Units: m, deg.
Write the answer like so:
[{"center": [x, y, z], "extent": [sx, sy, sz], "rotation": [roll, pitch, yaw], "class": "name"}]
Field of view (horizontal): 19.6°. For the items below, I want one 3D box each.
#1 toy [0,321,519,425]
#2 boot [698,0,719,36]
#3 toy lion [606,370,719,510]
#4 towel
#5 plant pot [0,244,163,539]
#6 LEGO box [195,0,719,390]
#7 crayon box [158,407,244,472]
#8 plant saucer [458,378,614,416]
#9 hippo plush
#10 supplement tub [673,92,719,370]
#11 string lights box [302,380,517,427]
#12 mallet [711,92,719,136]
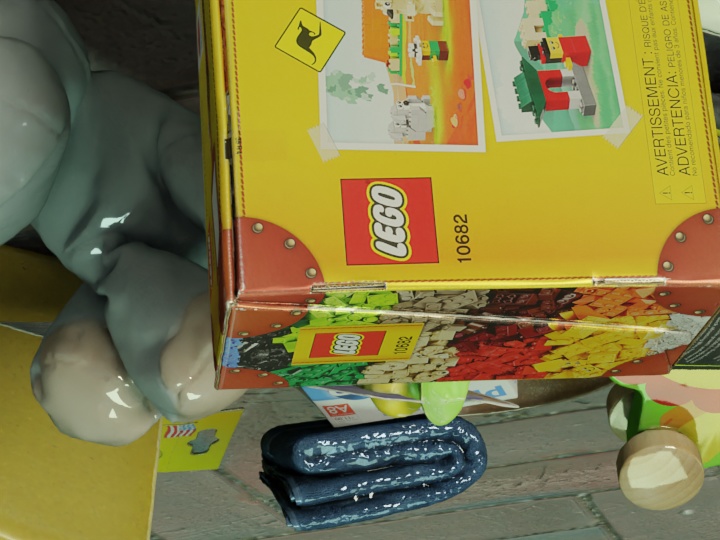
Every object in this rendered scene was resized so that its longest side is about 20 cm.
[{"center": [-0.041, 0.023, 0.886], "extent": [0.199, 0.048, 0.115], "rotation": [13, -177, 35], "class": "toy"}, {"center": [0.168, -0.092, 0.808], "extent": [0.199, 0.073, 0.144], "rotation": [1, 160, -24], "class": "boot"}, {"center": [0.212, 0.038, 1.077], "extent": [0.199, 0.069, 0.192], "rotation": [4, 129, -3], "class": "toy lion"}, {"center": [0.003, 0.105, 1.134], "extent": [0.111, 0.049, 0.200], "rotation": [-8, 178, -6], "class": "towel"}, {"center": [-0.226, 0.097, 1.017], "extent": [0.199, 0.195, 0.196], "rotation": [24, 131, -21], "class": "plant pot"}, {"center": [0.024, -0.071, 0.646], "extent": [0.148, 0.201, 0.077], "rotation": [-1, 159, -8], "class": "LEGO box"}, {"center": [-0.174, 0.080, 1.213], "extent": [0.199, 0.051, 0.127], "rotation": [1, 159, -12], "class": "crayon box"}, {"center": [0.066, 0.037, 1.169], "extent": [0.199, 0.037, 0.201], "rotation": [-3, 159, -1], "class": "plant saucer"}, {"center": [-0.095, -0.053, 0.783], "extent": [0.159, 0.201, 0.161], "rotation": [-30, 124, 27], "class": "hippo plush"}, {"center": [0.130, -0.018, 0.900], "extent": [0.199, 0.123, 0.122], "rotation": [3, 159, -37], "class": "supplement tub"}, {"center": [0.000, 0.000, 0.983], "extent": [0.102, 0.059, 0.200], "rotation": [-11, 148, 16], "class": "string lights box"}, {"center": [0.115, -0.065, 0.792], "extent": [0.199, 0.041, 0.066], "rotation": [27, 168, 4], "class": "mallet"}]
